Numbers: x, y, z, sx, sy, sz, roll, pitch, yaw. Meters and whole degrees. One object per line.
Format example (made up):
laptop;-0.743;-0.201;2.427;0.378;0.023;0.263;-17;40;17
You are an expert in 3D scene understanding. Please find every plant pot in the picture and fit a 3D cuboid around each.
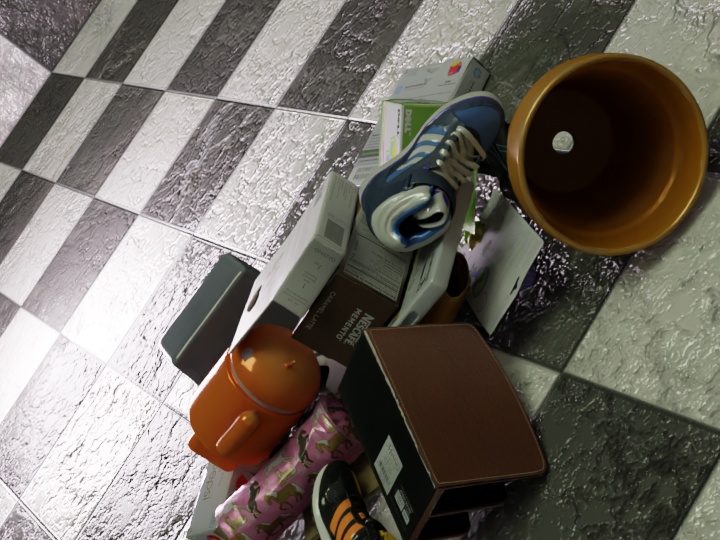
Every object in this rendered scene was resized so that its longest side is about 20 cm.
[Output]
plant pot;0.238;-0.130;1.518;0.201;0.200;0.183;-51;13;2

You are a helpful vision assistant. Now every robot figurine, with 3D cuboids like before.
robot figurine;-0.121;0.141;1.646;0.117;0.143;0.200;54;125;22

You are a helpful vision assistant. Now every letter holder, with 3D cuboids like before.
letter holder;0.085;0.160;1.473;0.201;0.141;0.101;64;147;36

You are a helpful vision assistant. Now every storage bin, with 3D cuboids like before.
storage bin;-0.168;0.077;1.910;0.200;0.134;0.145;-52;29;-1

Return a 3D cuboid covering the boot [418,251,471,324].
boot;0.067;0.078;1.600;0.202;0.070;0.144;-76;13;-47

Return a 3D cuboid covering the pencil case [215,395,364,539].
pencil case;-0.076;0.234;1.633;0.200;0.083;0.087;-48;40;12

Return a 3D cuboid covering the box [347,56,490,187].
box;0.074;-0.189;1.945;0.155;0.041;0.201;-1;59;54

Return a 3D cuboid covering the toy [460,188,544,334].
toy;0.162;-0.007;1.612;0.116;0.047;0.200;-62;20;13

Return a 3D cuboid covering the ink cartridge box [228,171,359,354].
ink cartridge box;-0.071;-0.002;1.629;0.177;0.045;0.200;-54;10;23

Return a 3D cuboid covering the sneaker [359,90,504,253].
sneaker;0.093;-0.098;1.554;0.200;0.081;0.147;-38;30;4

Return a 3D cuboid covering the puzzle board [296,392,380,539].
puzzle board;-0.013;0.204;1.674;0.151;0.017;0.201;-41;31;22

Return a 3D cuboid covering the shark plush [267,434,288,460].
shark plush;-0.090;0.167;1.758;0.090;0.083;0.201;-18;68;14

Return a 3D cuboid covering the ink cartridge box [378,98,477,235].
ink cartridge box;0.080;-0.127;1.725;0.200;0.075;0.149;-144;55;-75

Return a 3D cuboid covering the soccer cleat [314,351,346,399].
soccer cleat;-0.042;0.107;1.744;0.085;0.069;0.200;-47;21;-12

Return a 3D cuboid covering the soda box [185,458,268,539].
soda box;-0.144;0.247;1.760;0.063;0.068;0.201;-23;40;42

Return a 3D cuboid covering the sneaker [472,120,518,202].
sneaker;0.174;-0.143;1.698;0.200;0.075;0.080;-139;50;-56

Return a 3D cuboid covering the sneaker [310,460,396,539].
sneaker;0.004;0.281;1.515;0.090;0.070;0.201;-30;44;29

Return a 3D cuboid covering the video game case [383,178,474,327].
video game case;0.058;0.013;1.609;0.182;0.023;0.201;-52;12;37

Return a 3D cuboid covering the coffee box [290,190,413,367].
coffee box;0.000;0.000;1.638;0.115;0.079;0.200;-54;10;36
